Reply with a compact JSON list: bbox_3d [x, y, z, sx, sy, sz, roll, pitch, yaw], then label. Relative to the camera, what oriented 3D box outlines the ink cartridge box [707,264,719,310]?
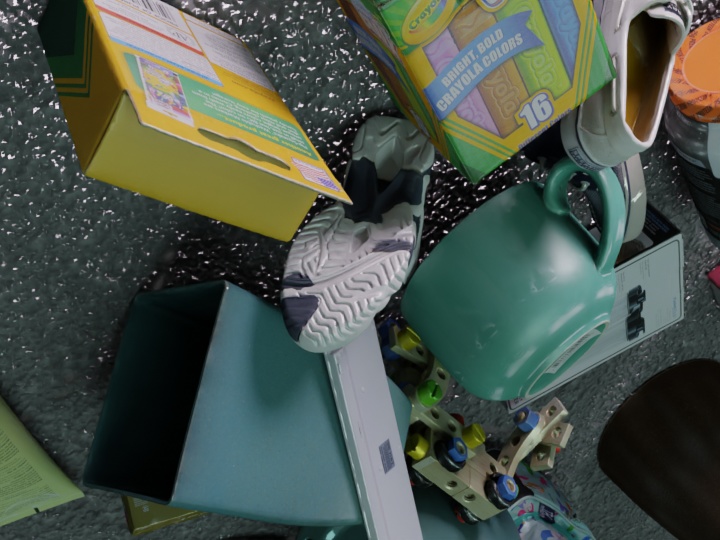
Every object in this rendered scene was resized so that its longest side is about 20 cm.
[{"bbox_3d":[0.476,0.006,0.952,0.199,0.145,0.084,-38,134,4],"label":"ink cartridge box"}]

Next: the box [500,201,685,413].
[{"bbox_3d":[0.199,0.034,0.883,0.198,0.060,0.117,-27,133,-6],"label":"box"}]

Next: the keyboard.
[{"bbox_3d":[0.013,0.137,0.686,0.056,0.011,0.203,-33,115,-52],"label":"keyboard"}]

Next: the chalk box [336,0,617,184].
[{"bbox_3d":[0.054,-0.181,0.594,0.123,0.125,0.201,-36,133,2],"label":"chalk box"}]

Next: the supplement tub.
[{"bbox_3d":[0.327,-0.107,0.800,0.122,0.123,0.200,-38,134,4],"label":"supplement tub"}]

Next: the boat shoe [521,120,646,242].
[{"bbox_3d":[0.168,-0.096,0.766,0.092,0.075,0.202,-21,124,-4],"label":"boat shoe"}]

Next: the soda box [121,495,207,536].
[{"bbox_3d":[-0.101,0.160,0.800,0.197,0.065,0.068,-12,164,-19],"label":"soda box"}]

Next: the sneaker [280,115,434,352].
[{"bbox_3d":[0.000,0.000,0.688,0.078,0.201,0.131,10,142,7],"label":"sneaker"}]

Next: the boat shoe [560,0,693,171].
[{"bbox_3d":[0.196,-0.166,0.655,0.070,0.070,0.203,28,73,-24],"label":"boat shoe"}]

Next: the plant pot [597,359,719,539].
[{"bbox_3d":[0.394,0.234,1.048,0.184,0.201,0.189,-14,130,-18],"label":"plant pot"}]

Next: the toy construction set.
[{"bbox_3d":[0.086,0.130,0.809,0.198,0.132,0.092,27,128,-16],"label":"toy construction set"}]

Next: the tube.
[{"bbox_3d":[-0.278,0.128,0.711,0.052,0.057,0.202,-60,151,-36],"label":"tube"}]

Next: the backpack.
[{"bbox_3d":[0.157,0.302,1.017,0.178,0.151,0.199,-46,137,9],"label":"backpack"}]

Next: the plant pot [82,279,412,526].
[{"bbox_3d":[-0.067,0.111,0.696,0.198,0.140,0.143,23,71,-34],"label":"plant pot"}]

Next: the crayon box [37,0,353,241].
[{"bbox_3d":[-0.098,-0.089,0.529,0.125,0.201,0.052,18,116,-37],"label":"crayon box"}]

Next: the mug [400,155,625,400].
[{"bbox_3d":[0.125,0.018,0.725,0.151,0.115,0.186,-31,158,-25],"label":"mug"}]

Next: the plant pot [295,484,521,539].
[{"bbox_3d":[0.031,0.264,0.849,0.200,0.201,0.161,-42,149,8],"label":"plant pot"}]
